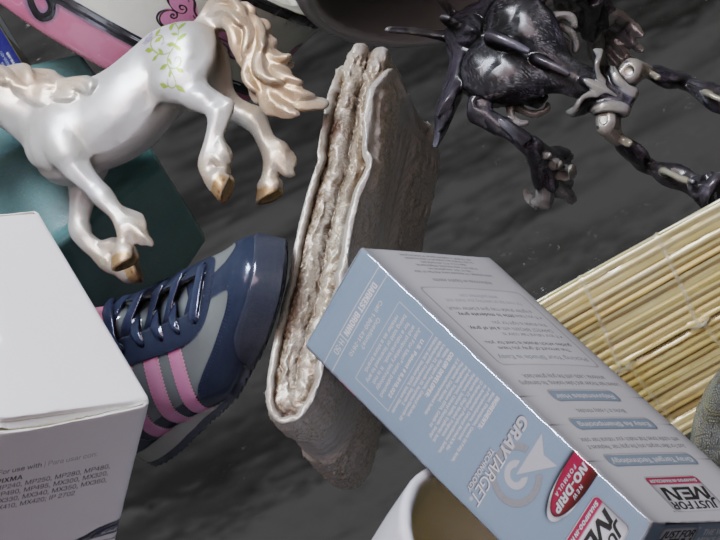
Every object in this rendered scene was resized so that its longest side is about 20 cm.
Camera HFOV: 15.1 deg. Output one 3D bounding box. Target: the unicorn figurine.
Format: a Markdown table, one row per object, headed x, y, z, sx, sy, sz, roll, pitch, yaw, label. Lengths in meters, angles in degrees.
| x | y | z | sx | sy | sz | roll | pitch | yaw | label |
| --- | --- | --- | --- | --- | --- | --- | --- | --- | --- |
| -0.124 | -0.068 | 1.330 | 0.200 | 0.074 | 0.137 | -27 | 75 | -6 | unicorn figurine |

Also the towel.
| x | y | z | sx | sy | sz | roll | pitch | yaw | label |
| --- | --- | --- | --- | --- | --- | --- | --- | --- | --- |
| 0.000 | 0.000 | 1.347 | 0.034 | 0.133 | 0.200 | 7 | 72 | 17 | towel |

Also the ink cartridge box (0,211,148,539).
| x | y | z | sx | sy | sz | roll | pitch | yaw | label |
| --- | --- | --- | --- | --- | --- | --- | --- | --- | --- |
| -0.180 | 0.093 | 1.295 | 0.084 | 0.200 | 0.145 | -8 | 44 | -29 | ink cartridge box |

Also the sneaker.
| x | y | z | sx | sy | sz | roll | pitch | yaw | label |
| --- | --- | --- | --- | --- | --- | --- | --- | --- | --- |
| -0.101 | 0.036 | 1.336 | 0.082 | 0.200 | 0.070 | 21 | 53 | -16 | sneaker |

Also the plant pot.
| x | y | z | sx | sy | sz | roll | pitch | yaw | label |
| --- | --- | --- | --- | --- | --- | --- | --- | --- | --- |
| -0.195 | -0.009 | 1.431 | 0.200 | 0.141 | 0.141 | -36 | 60 | -5 | plant pot |

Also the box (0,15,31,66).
| x | y | z | sx | sy | sz | roll | pitch | yaw | label |
| --- | --- | --- | --- | --- | --- | --- | --- | --- | --- |
| -0.283 | -0.081 | 1.552 | 0.200 | 0.032 | 0.121 | -35 | 60 | 3 | box |

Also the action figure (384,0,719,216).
| x | y | z | sx | sy | sz | roll | pitch | yaw | label |
| --- | --- | --- | --- | --- | --- | --- | --- | --- | --- |
| 0.112 | -0.085 | 1.358 | 0.200 | 0.102 | 0.119 | 27 | 82 | 13 | action figure |

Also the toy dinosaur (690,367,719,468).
| x | y | z | sx | sy | sz | roll | pitch | yaw | label |
| --- | --- | --- | --- | --- | --- | --- | --- | --- | --- |
| 0.190 | 0.081 | 1.257 | 0.102 | 0.077 | 0.200 | 11 | 81 | 20 | toy dinosaur |

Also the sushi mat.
| x | y | z | sx | sy | sz | roll | pitch | yaw | label |
| --- | --- | --- | --- | --- | --- | --- | --- | --- | --- |
| 0.165 | 0.022 | 1.308 | 0.200 | 0.012 | 0.096 | -30 | 103 | 8 | sushi mat |

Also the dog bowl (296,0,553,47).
| x | y | z | sx | sy | sz | roll | pitch | yaw | label |
| --- | --- | --- | --- | --- | --- | --- | --- | --- | --- |
| 0.046 | -0.181 | 1.366 | 0.200 | 0.200 | 0.059 | -21 | 66 | 13 | dog bowl |

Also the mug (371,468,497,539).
| x | y | z | sx | sy | sz | roll | pitch | yaw | label |
| --- | --- | --- | --- | --- | --- | --- | --- | --- | --- |
| 0.038 | 0.202 | 1.223 | 0.153 | 0.149 | 0.187 | -50 | 25 | 28 | mug |

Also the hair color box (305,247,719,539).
| x | y | z | sx | sy | sz | roll | pitch | yaw | label |
| --- | --- | --- | --- | --- | --- | --- | --- | --- | --- |
| 0.078 | 0.072 | 1.225 | 0.200 | 0.099 | 0.061 | 43 | 114 | 33 | hair color box |

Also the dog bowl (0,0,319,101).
| x | y | z | sx | sy | sz | roll | pitch | yaw | label |
| --- | --- | --- | --- | --- | --- | --- | --- | --- | --- |
| -0.121 | -0.152 | 1.431 | 0.200 | 0.200 | 0.074 | 37 | 102 | 30 | dog bowl |
